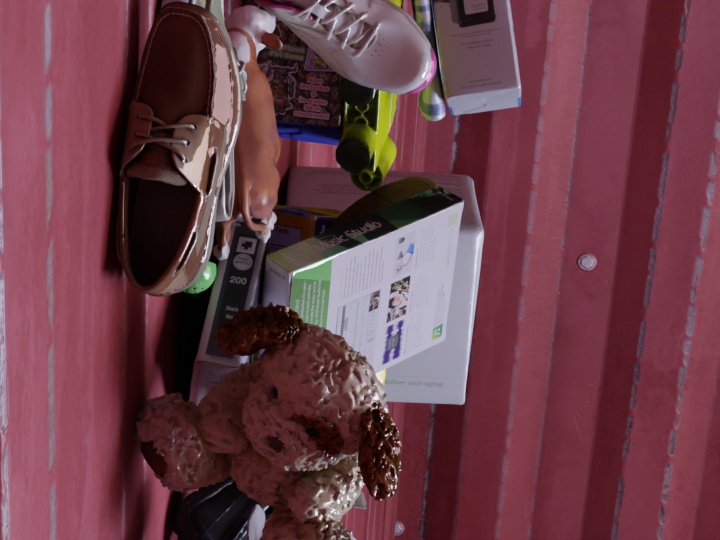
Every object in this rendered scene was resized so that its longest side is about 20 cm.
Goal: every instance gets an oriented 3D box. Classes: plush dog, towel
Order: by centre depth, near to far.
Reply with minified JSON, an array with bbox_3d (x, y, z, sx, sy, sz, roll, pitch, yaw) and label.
[{"bbox_3d":[-0.040,0.111,1.397,0.160,0.200,0.172,-43,171,-40],"label":"plush dog"},{"bbox_3d":[0.051,-0.242,1.699,0.147,0.024,0.200,-89,171,-68],"label":"towel"}]

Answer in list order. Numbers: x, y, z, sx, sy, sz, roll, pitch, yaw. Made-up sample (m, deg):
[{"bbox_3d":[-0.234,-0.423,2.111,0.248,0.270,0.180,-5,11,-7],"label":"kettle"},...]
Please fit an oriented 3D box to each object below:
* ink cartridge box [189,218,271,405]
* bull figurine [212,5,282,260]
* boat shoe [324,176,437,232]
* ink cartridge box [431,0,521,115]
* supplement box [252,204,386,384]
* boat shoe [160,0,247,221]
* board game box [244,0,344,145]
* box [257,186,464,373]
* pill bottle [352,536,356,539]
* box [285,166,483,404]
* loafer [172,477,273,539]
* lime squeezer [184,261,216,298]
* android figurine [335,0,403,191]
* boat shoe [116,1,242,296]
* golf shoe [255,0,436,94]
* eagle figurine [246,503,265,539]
[{"bbox_3d":[-0.105,0.038,1.589,0.198,0.043,0.200,103,-3,-59],"label":"ink cartridge box"},{"bbox_3d":[-0.093,-0.108,1.492,0.121,0.065,0.200,92,-1,-57],"label":"bull figurine"},{"bbox_3d":[0.000,0.000,1.668,0.200,0.074,0.069,-43,129,-20],"label":"boat shoe"},{"bbox_3d":[0.096,-0.245,1.690,0.116,0.068,0.200,36,47,-85],"label":"ink cartridge box"},{"bbox_3d":[-0.046,0.045,1.749,0.109,0.109,0.200,2,97,-40],"label":"supplement box"},{"bbox_3d":[-0.111,-0.130,1.368,0.072,0.062,0.200,-28,124,-82],"label":"boat shoe"},{"bbox_3d":[-0.045,-0.221,1.720,0.159,0.097,0.200,19,78,-84],"label":"board game box"},{"bbox_3d":[0.000,0.025,1.592,0.200,0.036,0.144,-24,132,-40],"label":"box"},{"bbox_3d":[-0.057,0.282,1.676,0.120,0.200,0.120,6,90,-84],"label":"pill bottle"},{"bbox_3d":[0.017,0.013,1.983,0.171,0.199,0.200,-93,-174,-69],"label":"box"},{"bbox_3d":[-0.067,0.185,1.638,0.200,0.070,0.068,-32,160,-30],"label":"loafer"},{"bbox_3d":[-0.126,-0.029,1.461,0.200,0.038,0.071,89,10,-46],"label":"lime squeezer"},{"bbox_3d":[0.013,-0.166,1.681,0.200,0.041,0.182,-67,163,-62],"label":"android figurine"},{"bbox_3d":[-0.123,-0.077,1.278,0.072,0.076,0.200,-49,143,-75],"label":"boat shoe"},{"bbox_3d":[-0.030,-0.205,1.533,0.075,0.200,0.092,-56,171,13],"label":"golf shoe"},{"bbox_3d":[-0.095,0.291,1.457,0.152,0.200,0.151,62,-9,-22],"label":"eagle figurine"}]
